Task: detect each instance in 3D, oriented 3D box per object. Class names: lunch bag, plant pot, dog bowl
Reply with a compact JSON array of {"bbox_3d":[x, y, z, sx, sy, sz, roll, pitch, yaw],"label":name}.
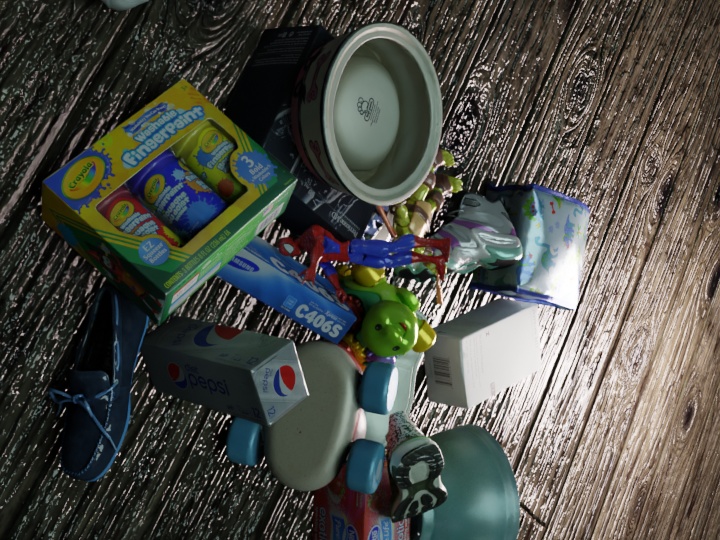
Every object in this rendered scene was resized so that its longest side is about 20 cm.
[{"bbox_3d":[0.279,-0.034,1.563,0.199,0.127,0.171,12,87,-38],"label":"lunch bag"},{"bbox_3d":[0.109,0.323,1.401,0.133,0.200,0.202,-2,98,-30],"label":"plant pot"},{"bbox_3d":[0.004,-0.175,1.130,0.199,0.073,0.202,-10,103,-46],"label":"dog bowl"}]

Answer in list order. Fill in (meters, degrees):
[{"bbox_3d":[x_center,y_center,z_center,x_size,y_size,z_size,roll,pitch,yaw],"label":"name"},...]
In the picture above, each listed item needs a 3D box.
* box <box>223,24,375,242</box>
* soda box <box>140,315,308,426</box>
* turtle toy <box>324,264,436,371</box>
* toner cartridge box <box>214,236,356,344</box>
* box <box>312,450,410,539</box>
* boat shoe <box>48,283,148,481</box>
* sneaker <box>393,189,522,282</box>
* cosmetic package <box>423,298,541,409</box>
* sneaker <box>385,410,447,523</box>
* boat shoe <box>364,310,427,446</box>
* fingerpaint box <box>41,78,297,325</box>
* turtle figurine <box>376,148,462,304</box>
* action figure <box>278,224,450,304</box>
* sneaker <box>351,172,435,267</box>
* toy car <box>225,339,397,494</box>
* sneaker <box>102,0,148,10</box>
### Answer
[{"bbox_3d":[-0.058,-0.155,1.196,0.200,0.104,0.183,39,69,-43],"label":"box"},{"bbox_3d":[-0.149,0.102,1.067,0.063,0.199,0.069,-34,118,-38],"label":"soda box"},{"bbox_3d":[0.015,0.065,1.249,0.101,0.200,0.146,-46,103,-25],"label":"turtle toy"},{"bbox_3d":[-0.101,0.006,1.154,0.199,0.095,0.043,33,100,-35],"label":"toner cartridge box"},{"bbox_3d":[0.001,0.343,1.341,0.095,0.099,0.202,-5,100,-47],"label":"box"},{"bbox_3d":[-0.277,0.110,1.026,0.069,0.084,0.202,41,51,-63],"label":"boat shoe"},{"bbox_3d":[0.126,-0.063,1.439,0.199,0.078,0.141,-7,75,-23],"label":"sneaker"},{"bbox_3d":[0.186,0.122,1.520,0.199,0.081,0.114,-21,109,-43],"label":"cosmetic package"},{"bbox_3d":[0.061,0.242,1.251,0.076,0.089,0.201,-13,141,-12],"label":"sneaker"},{"bbox_3d":[0.036,0.148,1.377,0.075,0.060,0.201,31,75,-24],"label":"boat shoe"},{"bbox_3d":[-0.192,-0.075,1.021,0.167,0.073,0.200,41,57,7],"label":"fingerpaint box"},{"bbox_3d":[0.076,-0.065,1.275,0.200,0.064,0.162,54,52,-37],"label":"turtle figurine"},{"bbox_3d":[0.000,0.000,1.158,0.065,0.198,0.100,96,2,-57],"label":"action figure"},{"bbox_3d":[0.034,-0.070,1.338,0.200,0.080,0.116,-49,138,-32],"label":"sneaker"},{"bbox_3d":[-0.042,0.176,1.254,0.200,0.183,0.178,22,78,-76],"label":"toy car"},{"bbox_3d":[-0.190,-0.339,1.028,0.200,0.099,0.078,-53,130,-28],"label":"sneaker"}]
